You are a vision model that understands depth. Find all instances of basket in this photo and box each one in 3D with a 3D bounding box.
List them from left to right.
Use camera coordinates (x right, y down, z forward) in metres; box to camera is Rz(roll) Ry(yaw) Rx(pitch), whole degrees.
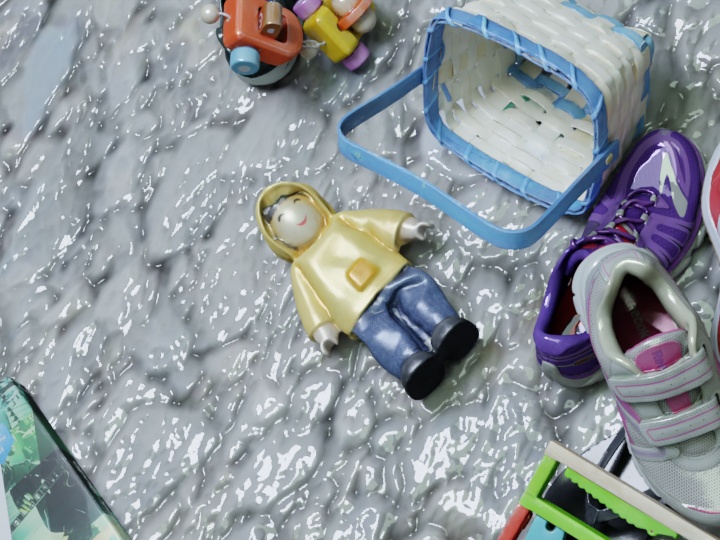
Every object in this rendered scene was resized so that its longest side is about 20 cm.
[{"bbox_3d":[0.107,-0.106,1.284,0.176,0.140,0.199,34,52,30],"label":"basket"}]

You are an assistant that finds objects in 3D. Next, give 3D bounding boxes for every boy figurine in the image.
[{"bbox_3d":[0.000,0.000,1.335,0.124,0.064,0.200,-45,65,1],"label":"boy figurine"}]

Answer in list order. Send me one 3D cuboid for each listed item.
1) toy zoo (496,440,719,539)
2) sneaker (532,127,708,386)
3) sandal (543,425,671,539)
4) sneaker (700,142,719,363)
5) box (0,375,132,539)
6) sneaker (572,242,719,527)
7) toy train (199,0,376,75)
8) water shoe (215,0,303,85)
[{"bbox_3d":[0.134,0.232,1.193,0.131,0.020,0.201,30,94,19],"label":"toy zoo"},{"bbox_3d":[0.183,-0.014,1.265,0.080,0.083,0.201,22,76,25],"label":"sneaker"},{"bbox_3d":[0.195,0.129,1.226,0.200,0.043,0.076,-41,62,0],"label":"sandal"},{"bbox_3d":[0.273,-0.027,1.209,0.070,0.113,0.202,6,63,-3],"label":"sneaker"},{"bbox_3d":[-0.264,0.198,1.361,0.144,0.036,0.200,-42,63,0],"label":"box"},{"bbox_3d":[0.194,0.073,1.166,0.081,0.088,0.201,-29,80,4],"label":"sneaker"},{"bbox_3d":[-0.043,-0.235,1.399,0.055,0.149,0.202,-25,52,47],"label":"toy train"},{"bbox_3d":[-0.075,-0.250,1.451,0.071,0.079,0.202,-5,67,17],"label":"water shoe"}]
